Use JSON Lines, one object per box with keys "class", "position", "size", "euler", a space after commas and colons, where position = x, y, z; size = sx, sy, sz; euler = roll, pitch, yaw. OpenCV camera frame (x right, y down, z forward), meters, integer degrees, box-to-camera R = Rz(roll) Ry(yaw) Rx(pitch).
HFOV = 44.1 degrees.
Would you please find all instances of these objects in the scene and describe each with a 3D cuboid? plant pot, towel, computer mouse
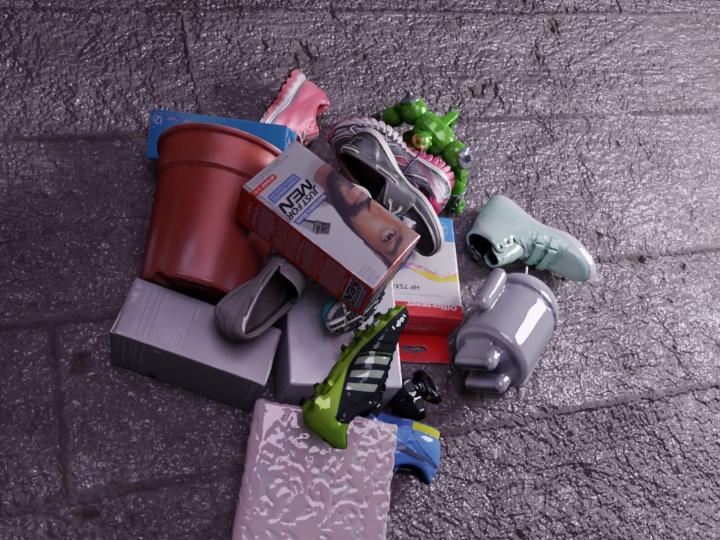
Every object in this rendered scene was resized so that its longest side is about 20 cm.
{"class": "plant pot", "position": [-0.194, -0.052, 1.160], "size": [0.197, 0.201, 0.199], "euler": [15, 68, -10]}
{"class": "towel", "position": [-0.055, 0.273, 1.086], "size": [0.187, 0.032, 0.205], "euler": [10, 78, -8]}
{"class": "computer mouse", "position": [0.065, 0.162, 1.125], "size": [0.033, 0.200, 0.060], "euler": [-22, 79, -12]}

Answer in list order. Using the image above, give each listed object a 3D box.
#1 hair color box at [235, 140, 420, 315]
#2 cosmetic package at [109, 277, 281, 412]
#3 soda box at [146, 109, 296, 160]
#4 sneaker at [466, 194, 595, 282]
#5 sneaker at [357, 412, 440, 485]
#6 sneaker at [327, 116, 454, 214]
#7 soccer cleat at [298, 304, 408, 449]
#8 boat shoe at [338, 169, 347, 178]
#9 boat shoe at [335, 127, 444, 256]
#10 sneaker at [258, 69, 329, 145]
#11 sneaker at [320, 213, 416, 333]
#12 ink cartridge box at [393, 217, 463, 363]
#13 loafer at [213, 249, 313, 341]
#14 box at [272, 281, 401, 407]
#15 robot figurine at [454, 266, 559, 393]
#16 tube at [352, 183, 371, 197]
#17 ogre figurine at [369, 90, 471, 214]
{"class": "hair color box", "position": [-0.040, -0.054, 1.070], "size": [0.199, 0.064, 0.111], "euler": [38, 53, 8]}
{"class": "cosmetic package", "position": [-0.208, 0.096, 1.121], "size": [0.196, 0.107, 0.092], "euler": [22, 59, -4]}
{"class": "soda box", "position": [-0.193, -0.176, 1.242], "size": [0.195, 0.064, 0.070], "euler": [8, 92, 8]}
{"class": "sneaker", "position": [0.251, -0.020, 1.344], "size": [0.198, 0.074, 0.118], "euler": [33, 52, 12]}
{"class": "sneaker", "position": [0.011, 0.225, 1.149], "size": [0.196, 0.066, 0.080], "euler": [17, 64, -9]}
{"class": "sneaker", "position": [0.043, -0.152, 1.283], "size": [0.197, 0.081, 0.075], "euler": [26, 51, -3]}
{"class": "soccer cleat", "position": [0.005, 0.127, 1.082], "size": [0.081, 0.067, 0.201], "euler": [47, 60, -12]}
{"class": "boat shoe", "position": [-0.016, -0.098, 1.303], "size": [0.071, 0.068, 0.203], "euler": [24, 59, -4]}
{"class": "boat shoe", "position": [0.039, -0.097, 1.223], "size": [0.201, 0.071, 0.068], "euler": [54, 45, -4]}
{"class": "sneaker", "position": [-0.106, -0.213, 1.330], "size": [0.086, 0.074, 0.202], "euler": [30, 60, -6]}
{"class": "sneaker", "position": [0.000, 0.000, 1.143], "size": [0.078, 0.078, 0.201], "euler": [23, 52, 17]}
{"class": "ink cartridge box", "position": [0.079, 0.025, 1.271], "size": [0.114, 0.067, 0.204], "euler": [4, 63, -16]}
{"class": "loafer", "position": [-0.090, 0.015, 1.088], "size": [0.069, 0.071, 0.200], "euler": [18, 55, 46]}
{"class": "box", "position": [-0.036, 0.075, 1.185], "size": [0.149, 0.107, 0.204], "euler": [4, 63, -15]}
{"class": "robot figurine", "position": [0.209, 0.083, 1.253], "size": [0.200, 0.111, 0.172], "euler": [-48, 126, -37]}
{"class": "tube", "position": [-0.046, -0.106, 1.235], "size": [0.057, 0.199, 0.053], "euler": [4, 101, -28]}
{"class": "ogre figurine", "position": [0.099, -0.190, 1.357], "size": [0.096, 0.120, 0.203], "euler": [-15, 68, -25]}
